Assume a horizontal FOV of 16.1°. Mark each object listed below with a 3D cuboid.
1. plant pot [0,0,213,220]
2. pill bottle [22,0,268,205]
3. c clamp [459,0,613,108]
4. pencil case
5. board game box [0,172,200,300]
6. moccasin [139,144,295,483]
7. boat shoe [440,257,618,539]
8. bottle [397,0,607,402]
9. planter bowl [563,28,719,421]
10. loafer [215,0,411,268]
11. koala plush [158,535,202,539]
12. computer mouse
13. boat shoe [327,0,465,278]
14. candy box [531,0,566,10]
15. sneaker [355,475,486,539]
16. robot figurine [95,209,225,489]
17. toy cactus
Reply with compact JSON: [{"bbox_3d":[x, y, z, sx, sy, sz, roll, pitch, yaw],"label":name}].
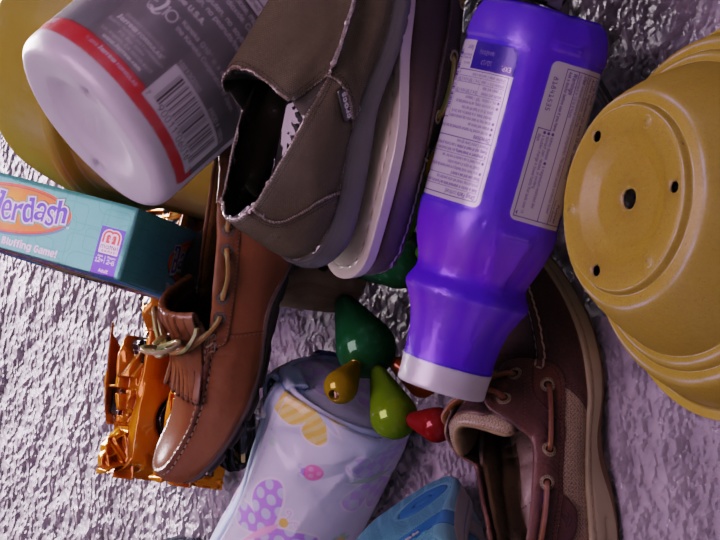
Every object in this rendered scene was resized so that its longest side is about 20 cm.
[{"bbox_3d":[-0.091,-0.113,1.532,0.188,0.200,0.202,30,110,37],"label":"plant pot"},{"bbox_3d":[-0.075,-0.139,1.378,0.200,0.114,0.114,-43,29,-19],"label":"pill bottle"},{"bbox_3d":[0.053,-0.138,1.407,0.200,0.027,0.172,-14,101,63],"label":"c clamp"},{"bbox_3d":[-0.043,0.148,1.484,0.083,0.090,0.201,50,125,47],"label":"pencil case"},{"bbox_3d":[-0.164,-0.019,1.513,0.151,0.200,0.045,15,88,19],"label":"board game box"},{"bbox_3d":[-0.085,0.026,1.425,0.074,0.077,0.202,-111,37,-59],"label":"moccasin"},{"bbox_3d":[0.081,0.078,1.328,0.072,0.072,0.201,-31,59,49],"label":"boat shoe"},{"bbox_3d":[0.067,-0.035,1.291,0.083,0.065,0.201,-158,82,-69],"label":"bottle"},{"bbox_3d":[0.156,-0.030,1.228,0.200,0.083,0.202,-14,73,54],"label":"planter bowl"},{"bbox_3d":[-0.027,-0.104,1.289,0.075,0.069,0.201,4,85,52],"label":"loafer"},{"bbox_3d":[-0.181,0.251,1.570,0.177,0.199,0.185,11,93,56],"label":"koala plush"},{"bbox_3d":[-0.075,0.051,1.531,0.201,0.034,0.059,83,-152,-47],"label":"computer mouse"},{"bbox_3d":[0.020,-0.093,1.333,0.072,0.059,0.201,-3,80,52],"label":"boat shoe"},{"bbox_3d":[0.104,-0.252,1.272,0.200,0.061,0.136,-54,51,18],"label":"candy box"},{"bbox_3d":[0.056,0.194,1.344,0.079,0.131,0.200,-33,12,10],"label":"sneaker"},{"bbox_3d":[-0.119,0.038,1.644,0.145,0.058,0.201,-1,84,53],"label":"robot figurine"},{"bbox_3d":[0.000,0.000,1.431,0.165,0.102,0.201,-10,83,47],"label":"toy cactus"}]
